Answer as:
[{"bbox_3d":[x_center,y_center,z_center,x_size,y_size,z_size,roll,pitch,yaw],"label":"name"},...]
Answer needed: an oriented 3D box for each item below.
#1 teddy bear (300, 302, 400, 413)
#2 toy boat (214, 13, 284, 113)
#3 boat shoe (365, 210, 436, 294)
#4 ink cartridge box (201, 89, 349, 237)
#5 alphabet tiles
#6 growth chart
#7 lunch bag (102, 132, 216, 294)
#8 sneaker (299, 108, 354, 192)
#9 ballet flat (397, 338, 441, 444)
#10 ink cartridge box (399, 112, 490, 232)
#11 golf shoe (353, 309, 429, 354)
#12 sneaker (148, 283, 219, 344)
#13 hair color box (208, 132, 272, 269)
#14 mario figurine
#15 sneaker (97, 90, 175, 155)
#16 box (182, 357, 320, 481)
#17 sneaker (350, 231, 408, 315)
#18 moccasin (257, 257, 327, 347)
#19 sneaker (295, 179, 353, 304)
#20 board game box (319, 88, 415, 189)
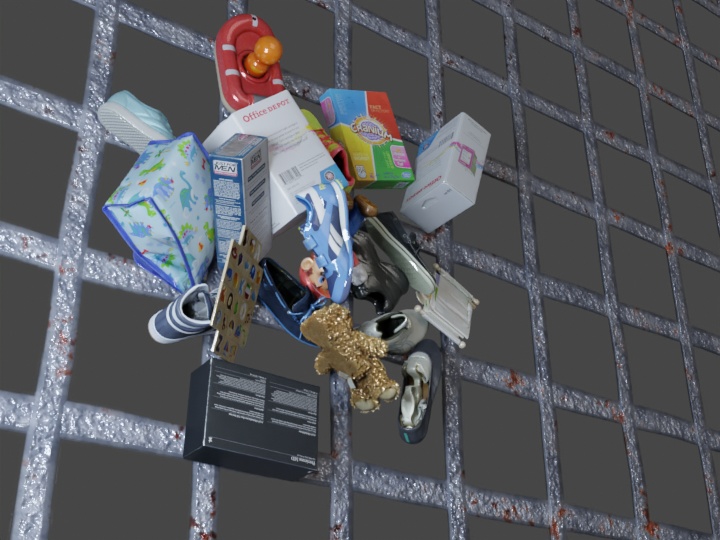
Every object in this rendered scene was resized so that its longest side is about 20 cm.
[{"bbox_3d":[-0.012,0.144,1.634,0.200,0.145,0.067,43,44,8],"label":"teddy bear"},{"bbox_3d":[-0.187,-0.381,1.790,0.130,0.130,0.202,4,65,-37],"label":"toy boat"},{"bbox_3d":[0.085,-0.039,1.827,0.062,0.075,0.200,-27,58,-19],"label":"boat shoe"},{"bbox_3d":[-0.154,-0.176,1.697,0.146,0.146,0.201,-33,90,-43],"label":"ink cartridge box"},{"bbox_3d":[-0.191,0.039,1.530,0.006,0.167,0.202,9,76,13],"label":"alphabet tiles"},{"bbox_3d":[0.164,0.061,1.874,0.145,0.018,0.200,43,30,-10],"label":"growth chart"},{"bbox_3d":[-0.289,-0.087,1.562,0.201,0.126,0.171,58,40,-35],"label":"lunch bag"},{"bbox_3d":[-0.064,-0.221,1.831,0.078,0.090,0.201,-19,78,-41],"label":"sneaker"},{"bbox_3d":[0.101,0.204,1.736,0.073,0.073,0.202,25,62,-26],"label":"ballet flat"},{"bbox_3d":[0.170,-0.193,1.963,0.084,0.144,0.201,35,50,-20],"label":"ink cartridge box"},{"bbox_3d":[0.069,0.106,1.760,0.199,0.097,0.079,-18,77,-44],"label":"golf shoe"},{"bbox_3d":[-0.227,0.056,1.544,0.199,0.108,0.071,-20,80,-43],"label":"sneaker"},{"bbox_3d":[-0.191,-0.108,1.582,0.060,0.202,0.100,10,30,16],"label":"hair color box"},{"bbox_3d":[-0.036,-0.028,1.687,0.122,0.201,0.106,24,22,0],"label":"mario figurine"},{"bbox_3d":[-0.334,-0.227,1.633,0.200,0.074,0.082,42,51,-14],"label":"sneaker"},{"bbox_3d":[-0.165,0.234,1.520,0.199,0.079,0.142,20,53,-30],"label":"box"},{"bbox_3d":[0.000,0.000,1.780,0.200,0.076,0.091,40,55,-12],"label":"sneaker"},{"bbox_3d":[-0.111,0.058,1.661,0.200,0.068,0.081,39,49,-17],"label":"moccasin"},{"bbox_3d":[-0.058,-0.043,1.591,0.081,0.074,0.202,-7,85,-16],"label":"sneaker"},{"bbox_3d":[0.013,-0.259,1.945,0.152,0.040,0.202,-5,71,-40],"label":"board game box"}]
